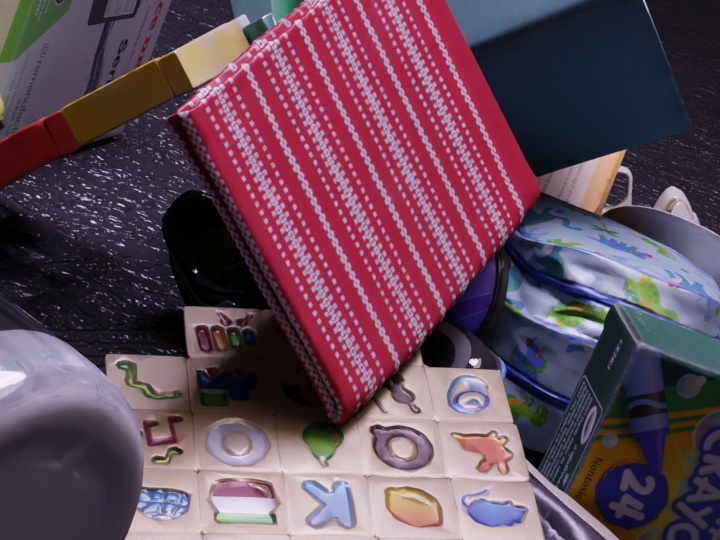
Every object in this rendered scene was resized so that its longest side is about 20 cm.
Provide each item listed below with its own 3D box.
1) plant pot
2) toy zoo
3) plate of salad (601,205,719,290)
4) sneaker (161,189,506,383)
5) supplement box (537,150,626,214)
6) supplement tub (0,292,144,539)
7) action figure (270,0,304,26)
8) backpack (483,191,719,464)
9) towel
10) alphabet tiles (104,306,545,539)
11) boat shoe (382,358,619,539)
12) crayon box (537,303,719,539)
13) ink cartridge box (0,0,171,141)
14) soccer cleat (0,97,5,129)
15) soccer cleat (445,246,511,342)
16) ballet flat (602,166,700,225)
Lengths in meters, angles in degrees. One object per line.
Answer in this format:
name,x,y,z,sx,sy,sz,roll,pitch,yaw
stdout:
plant pot,0.043,-0.125,1.058,0.141,0.199,0.142,53,20,-58
toy zoo,-0.123,-0.075,0.978,0.021,0.199,0.131,62,17,-7
plate of salad,0.215,0.029,1.161,0.200,0.048,0.200,38,-18,14
sneaker,-0.021,0.021,0.949,0.199,0.071,0.083,29,-19,34
supplement box,0.039,-0.059,1.196,0.199,0.126,0.074,25,61,2
supplement tub,-0.174,0.037,0.650,0.199,0.123,0.122,34,20,30
action figure,-0.014,-0.067,0.919,0.054,0.202,0.118,-17,-29,39
backpack,0.110,0.035,1.038,0.162,0.154,0.200,27,27,-4
towel,0.004,-0.046,0.871,0.145,0.022,0.200,61,39,-15
alphabet tiles,-0.014,0.080,0.795,0.165,0.006,0.201,3,37,-11
boat shoe,0.027,0.092,0.841,0.199,0.073,0.063,35,17,20
crayon box,0.176,0.108,0.892,0.199,0.127,0.052,19,18,-13
ink cartridge box,-0.180,-0.145,1.148,0.084,0.146,0.200,27,18,11
soccer cleat,-0.232,-0.096,0.981,0.064,0.084,0.200,-32,28,-22
soccer cleat,0.000,0.000,1.023,0.073,0.069,0.200,19,-2,-30
ballet flat,0.179,-0.032,1.416,0.199,0.072,0.069,22,16,-8
